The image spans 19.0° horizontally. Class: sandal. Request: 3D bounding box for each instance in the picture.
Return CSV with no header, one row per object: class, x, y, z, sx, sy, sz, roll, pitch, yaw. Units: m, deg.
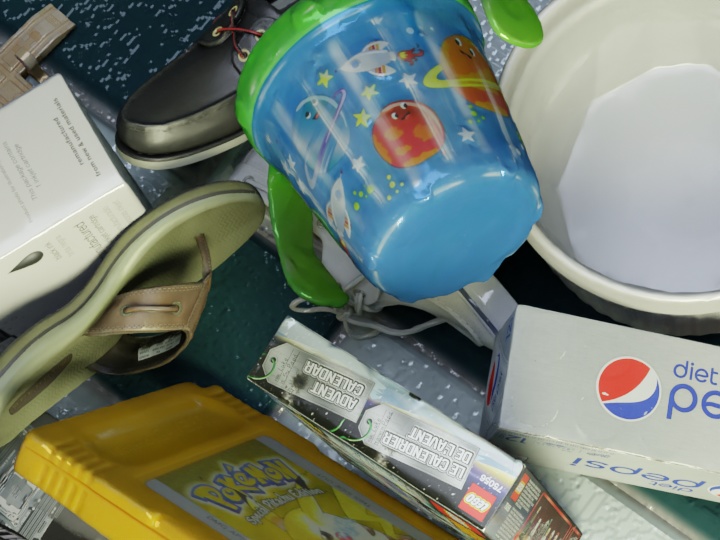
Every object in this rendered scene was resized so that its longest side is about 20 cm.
sandal,-0.123,0.031,1.151,0.057,0.080,0.201,41,77,21

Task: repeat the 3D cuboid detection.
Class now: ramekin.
ramekin,0.173,-0.060,1.151,0.200,0.105,0.201,-3,70,9

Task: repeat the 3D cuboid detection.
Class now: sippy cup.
sippy cup,0.022,-0.060,1.079,0.139,0.178,0.131,-20,56,-12

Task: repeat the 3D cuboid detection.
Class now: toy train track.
toy train track,-0.252,-0.145,1.300,0.200,0.033,0.115,40,81,22

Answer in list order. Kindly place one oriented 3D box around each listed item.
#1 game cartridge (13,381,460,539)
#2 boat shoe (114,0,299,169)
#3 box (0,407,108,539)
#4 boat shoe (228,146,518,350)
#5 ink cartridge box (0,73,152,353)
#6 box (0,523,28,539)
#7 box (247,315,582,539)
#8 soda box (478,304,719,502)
game cartridge,-0.050,0.125,1.092,0.200,0.176,0.033,32,109,19
boat shoe,-0.059,-0.128,1.210,0.201,0.063,0.074,-35,53,-23
box,-0.175,0.165,1.129,0.200,0.050,0.158,30,65,29
boat shoe,-0.002,-0.002,1.179,0.202,0.075,0.086,40,81,24
ink cartridge box,-0.212,0.000,1.178,0.200,0.146,0.084,-32,67,-2
box,-0.248,0.201,1.067,0.198,0.050,0.201,21,105,32
box,0.032,0.095,1.067,0.137,0.200,0.040,31,83,20
soda box,0.164,0.075,1.096,0.199,0.063,0.068,11,72,-4
